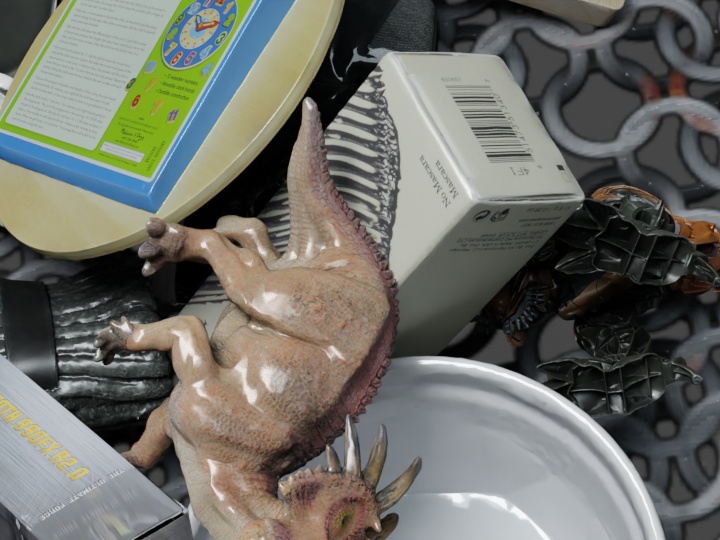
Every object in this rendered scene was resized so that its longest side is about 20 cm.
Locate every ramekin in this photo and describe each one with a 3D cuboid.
[{"bbox_3d":[0.029,0.146,0.861,0.200,0.105,0.200,-4,63,7],"label":"ramekin"}]

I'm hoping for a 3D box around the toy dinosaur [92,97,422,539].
[{"bbox_3d":[-0.024,0.042,0.805,0.135,0.086,0.200,19,76,17],"label":"toy dinosaur"}]

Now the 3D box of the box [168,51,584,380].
[{"bbox_3d":[0.000,0.000,0.889,0.068,0.200,0.082,-4,55,-43],"label":"box"}]

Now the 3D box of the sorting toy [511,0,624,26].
[{"bbox_3d":[0.053,-0.244,1.018,0.199,0.070,0.200,14,62,-21],"label":"sorting toy"}]

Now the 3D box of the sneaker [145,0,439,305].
[{"bbox_3d":[-0.021,-0.065,0.992,0.112,0.073,0.200,18,73,7],"label":"sneaker"}]

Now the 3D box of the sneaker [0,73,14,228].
[{"bbox_3d":[-0.209,-0.074,1.008,0.200,0.075,0.081,24,25,21],"label":"sneaker"}]

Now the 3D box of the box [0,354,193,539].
[{"bbox_3d":[-0.118,0.139,0.811,0.048,0.200,0.158,-29,41,-30],"label":"box"}]

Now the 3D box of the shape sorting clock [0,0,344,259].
[{"bbox_3d":[-0.084,-0.090,0.906,0.200,0.039,0.200,-26,47,31],"label":"shape sorting clock"}]

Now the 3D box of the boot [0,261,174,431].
[{"bbox_3d":[-0.182,0.016,0.967,0.158,0.079,0.211,-17,43,-14],"label":"boot"}]

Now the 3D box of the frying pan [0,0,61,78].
[{"bbox_3d":[-0.164,-0.155,1.037,0.190,0.031,0.115,-30,74,26],"label":"frying pan"}]

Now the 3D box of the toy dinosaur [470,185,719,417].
[{"bbox_3d":[0.109,-0.007,0.929,0.200,0.102,0.136,-14,19,8],"label":"toy dinosaur"}]
